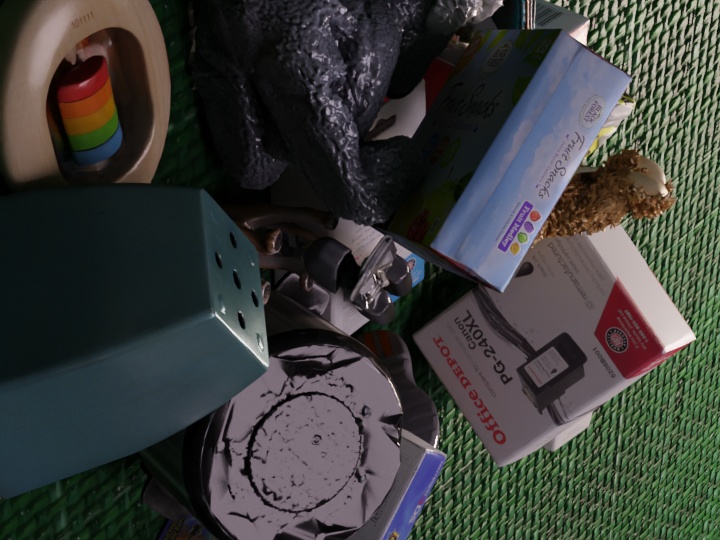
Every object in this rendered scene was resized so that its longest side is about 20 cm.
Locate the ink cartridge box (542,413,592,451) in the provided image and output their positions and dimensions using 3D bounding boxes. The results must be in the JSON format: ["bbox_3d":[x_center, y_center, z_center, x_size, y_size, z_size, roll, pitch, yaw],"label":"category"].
[{"bbox_3d":[0.167,0.051,1.852,0.068,0.116,0.201,-26,134,-46],"label":"ink cartridge box"}]

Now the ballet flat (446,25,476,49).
[{"bbox_3d":[0.077,-0.259,1.527,0.076,0.064,0.201,-28,135,-42],"label":"ballet flat"}]

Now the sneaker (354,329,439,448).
[{"bbox_3d":[0.036,0.147,1.668,0.077,0.200,0.112,-15,126,6],"label":"sneaker"}]

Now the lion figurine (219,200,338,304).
[{"bbox_3d":[-0.100,-0.021,1.430,0.200,0.122,0.073,-1,102,-70],"label":"lion figurine"}]

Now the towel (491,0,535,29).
[{"bbox_3d":[0.117,-0.268,1.526,0.147,0.022,0.201,-99,-172,-60],"label":"towel"}]

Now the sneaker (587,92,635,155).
[{"bbox_3d":[0.140,-0.117,1.564,0.200,0.075,0.077,3,124,-47],"label":"sneaker"}]

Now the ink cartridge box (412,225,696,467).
[{"bbox_3d":[0.166,0.059,1.746,0.200,0.145,0.083,-39,170,29],"label":"ink cartridge box"}]

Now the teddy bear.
[{"bbox_3d":[0.147,-0.048,1.540,0.199,0.145,0.067,-11,109,-6],"label":"teddy bear"}]

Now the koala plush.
[{"bbox_3d":[-0.001,-0.166,1.389,0.200,0.177,0.184,-39,128,-27],"label":"koala plush"}]

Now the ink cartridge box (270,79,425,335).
[{"bbox_3d":[-0.009,-0.056,1.555,0.115,0.068,0.200,-36,141,-36],"label":"ink cartridge box"}]

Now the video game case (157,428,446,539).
[{"bbox_3d":[-0.052,0.191,1.577,0.045,0.181,0.200,23,95,-60],"label":"video game case"}]

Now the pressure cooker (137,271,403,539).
[{"bbox_3d":[-0.081,0.105,1.466,0.175,0.200,0.179,-16,111,-21],"label":"pressure cooker"}]

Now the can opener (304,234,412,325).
[{"bbox_3d":[0.000,0.000,1.471,0.053,0.067,0.200,-59,175,-3],"label":"can opener"}]

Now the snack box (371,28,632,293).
[{"bbox_3d":[0.089,-0.081,1.379,0.068,0.200,0.169,32,90,-16],"label":"snack box"}]

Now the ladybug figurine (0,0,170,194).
[{"bbox_3d":[-0.184,-0.108,1.252,0.136,0.072,0.200,-37,141,-33],"label":"ladybug figurine"}]

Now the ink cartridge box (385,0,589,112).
[{"bbox_3d":[0.101,-0.105,1.663,0.175,0.084,0.200,-35,140,-35],"label":"ink cartridge box"}]

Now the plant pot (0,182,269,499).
[{"bbox_3d":[-0.166,0.030,1.225,0.141,0.199,0.142,50,28,-57],"label":"plant pot"}]
